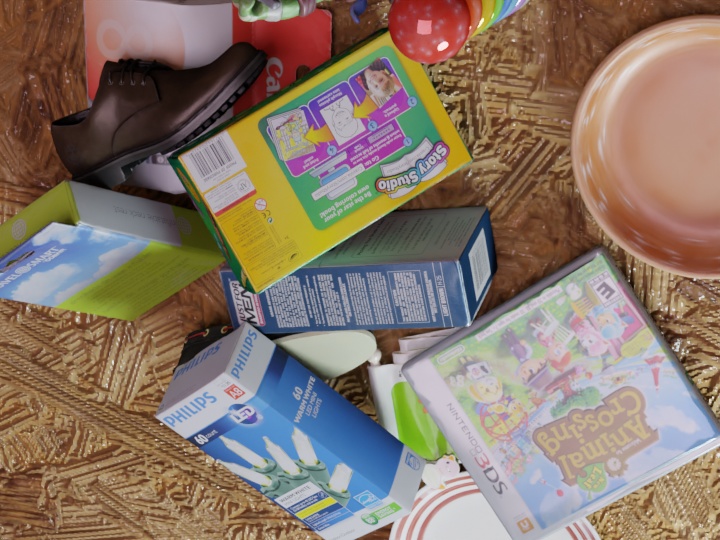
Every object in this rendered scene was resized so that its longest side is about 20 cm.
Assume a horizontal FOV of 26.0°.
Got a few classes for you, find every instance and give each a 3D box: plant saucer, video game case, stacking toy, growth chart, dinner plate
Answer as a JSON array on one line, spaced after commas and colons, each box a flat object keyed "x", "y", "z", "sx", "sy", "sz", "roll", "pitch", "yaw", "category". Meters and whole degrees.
[{"x": 0.255, "y": -0.092, "z": 1.146, "sx": 0.199, "sy": 0.037, "sz": 0.201, "roll": 7, "pitch": 114, "yaw": 17, "category": "plant saucer"}, {"x": 0.160, "y": 0.105, "z": 1.248, "sx": 0.200, "sy": 0.022, "sz": 0.182, "roll": -33, "pitch": 93, "yaw": 23, "category": "video game case"}, {"x": 0.066, "y": -0.194, "z": 1.074, "sx": 0.085, "sy": 0.200, "sz": 0.086, "roll": 7, "pitch": 115, "yaw": 16, "category": "stacking toy"}, {"x": 0.099, "y": 0.105, "z": 1.290, "sx": 0.199, "sy": 0.018, "sz": 0.145, "roll": -16, "pitch": 99, "yaw": 22, "category": "growth chart"}, {"x": 0.122, "y": 0.257, "z": 1.357, "sx": 0.199, "sy": 0.024, "sz": 0.201, "roll": 8, "pitch": 116, "yaw": 17, "category": "dinner plate"}]

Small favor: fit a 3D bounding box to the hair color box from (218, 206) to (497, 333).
[{"x": 0.000, "y": 0.000, "z": 1.242, "sx": 0.199, "sy": 0.100, "sz": 0.061, "roll": -2, "pitch": 116, "yaw": 21, "category": "hair color box"}]

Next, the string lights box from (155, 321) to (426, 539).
[{"x": -0.056, "y": 0.137, "z": 1.276, "sx": 0.200, "sy": 0.059, "sz": 0.103, "roll": 38, "pitch": 135, "yaw": -19, "category": "string lights box"}]

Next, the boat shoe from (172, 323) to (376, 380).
[{"x": -0.074, "y": 0.063, "z": 1.305, "sx": 0.201, "sy": 0.063, "sz": 0.074, "roll": -18, "pitch": 141, "yaw": 32, "category": "boat shoe"}]

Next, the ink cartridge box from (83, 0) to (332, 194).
[{"x": -0.124, "y": -0.138, "z": 1.255, "sx": 0.199, "sy": 0.050, "sz": 0.163, "roll": 11, "pitch": 116, "yaw": 18, "category": "ink cartridge box"}]

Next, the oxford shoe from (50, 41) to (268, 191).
[{"x": -0.162, "y": -0.132, "z": 1.210, "sx": 0.199, "sy": 0.073, "sz": 0.085, "roll": -26, "pitch": 105, "yaw": 22, "category": "oxford shoe"}]

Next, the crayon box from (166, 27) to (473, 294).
[{"x": -0.029, "y": -0.085, "z": 1.179, "sx": 0.199, "sy": 0.058, "sz": 0.119, "roll": -32, "pitch": 102, "yaw": -10, "category": "crayon box"}]

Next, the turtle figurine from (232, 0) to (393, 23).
[{"x": -0.042, "y": -0.247, "z": 1.091, "sx": 0.144, "sy": 0.194, "sz": 0.200, "roll": -40, "pitch": 108, "yaw": -14, "category": "turtle figurine"}]

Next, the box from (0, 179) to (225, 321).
[{"x": -0.218, "y": -0.014, "z": 1.264, "sx": 0.122, "sy": 0.200, "sz": 0.048, "roll": -31, "pitch": 65, "yaw": 28, "category": "box"}]
